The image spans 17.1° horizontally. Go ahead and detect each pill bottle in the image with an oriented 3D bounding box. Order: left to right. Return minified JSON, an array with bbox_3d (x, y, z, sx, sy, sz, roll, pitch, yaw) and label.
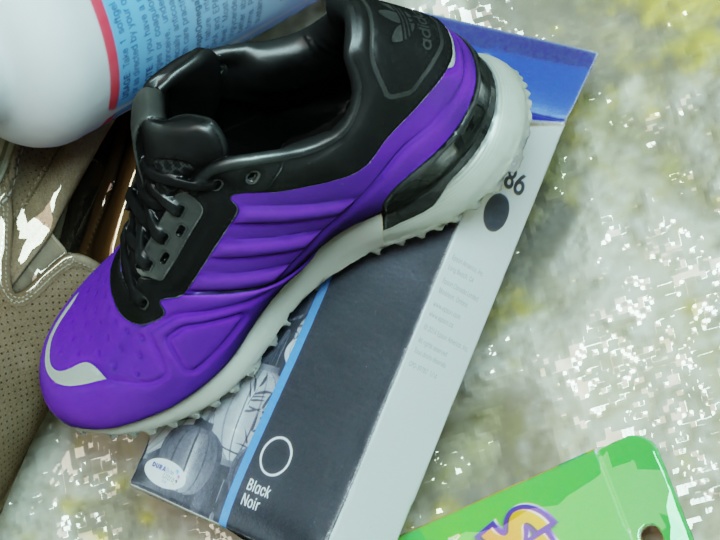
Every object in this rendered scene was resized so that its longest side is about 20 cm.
[{"bbox_3d":[-0.090,-0.111,0.818,0.199,0.109,0.109,-33,64,-27],"label":"pill bottle"}]

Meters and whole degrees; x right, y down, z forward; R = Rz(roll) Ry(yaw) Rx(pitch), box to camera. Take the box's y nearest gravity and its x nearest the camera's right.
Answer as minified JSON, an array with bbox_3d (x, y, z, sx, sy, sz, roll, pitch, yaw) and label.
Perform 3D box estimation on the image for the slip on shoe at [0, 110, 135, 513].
[{"bbox_3d":[-0.116,0.006,0.863,0.060,0.076,0.202,6,70,19],"label":"slip on shoe"}]

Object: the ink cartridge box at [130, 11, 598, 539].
[{"bbox_3d":[0.000,0.000,0.825,0.099,0.039,0.201,16,80,43],"label":"ink cartridge box"}]

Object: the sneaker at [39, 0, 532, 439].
[{"bbox_3d":[-0.049,-0.025,0.781,0.200,0.099,0.070,-37,49,21],"label":"sneaker"}]

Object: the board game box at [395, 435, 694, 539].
[{"bbox_3d":[0.025,0.136,0.802,0.199,0.030,0.096,-26,68,14],"label":"board game box"}]
